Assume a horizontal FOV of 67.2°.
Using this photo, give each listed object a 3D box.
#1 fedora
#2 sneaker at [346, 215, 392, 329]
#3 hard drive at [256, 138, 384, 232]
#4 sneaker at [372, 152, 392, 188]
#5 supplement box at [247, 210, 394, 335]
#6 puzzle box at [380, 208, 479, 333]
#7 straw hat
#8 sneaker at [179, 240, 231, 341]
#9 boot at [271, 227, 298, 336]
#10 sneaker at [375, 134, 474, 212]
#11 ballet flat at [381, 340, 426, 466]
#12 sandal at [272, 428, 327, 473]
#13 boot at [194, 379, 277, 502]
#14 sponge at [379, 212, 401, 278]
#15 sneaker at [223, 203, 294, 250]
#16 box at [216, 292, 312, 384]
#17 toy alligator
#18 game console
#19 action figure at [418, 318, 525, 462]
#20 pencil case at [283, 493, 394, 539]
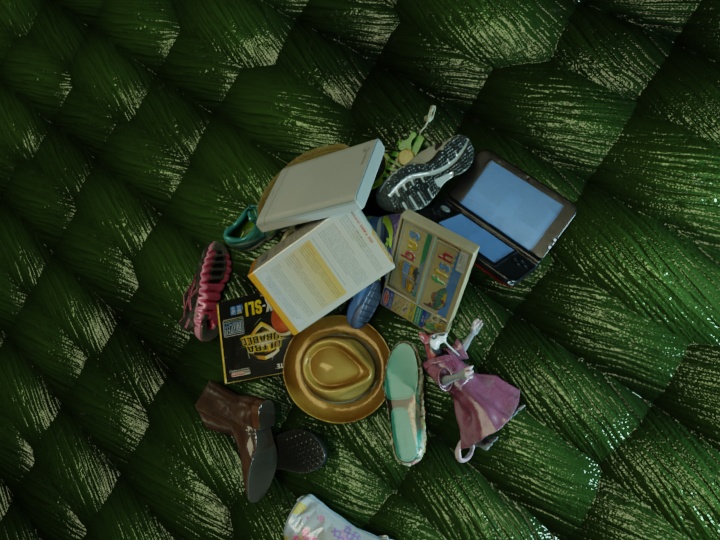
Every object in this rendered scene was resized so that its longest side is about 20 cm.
[{"bbox_3d":[-0.039,0.168,0.933,0.197,0.082,0.204,0,80,0],"label":"fedora"},{"bbox_3d":[0.000,0.000,0.945,0.081,0.074,0.203,9,80,18],"label":"sneaker"},{"bbox_3d":[-0.065,-0.131,0.847,0.198,0.027,0.133,-8,48,34],"label":"hard drive"},{"bbox_3d":[-0.034,-0.159,1.004,0.199,0.081,0.074,-40,71,13],"label":"sneaker"},{"bbox_3d":[-0.062,-0.010,0.860,0.199,0.074,0.127,-33,108,7],"label":"supplement box"},{"bbox_3d":[0.106,0.011,0.885,0.132,0.025,0.202,30,135,21],"label":"puzzle box"},{"bbox_3d":[-0.076,-0.123,0.940,0.199,0.085,0.203,-23,41,22],"label":"straw hat"},{"bbox_3d":[-0.326,0.038,1.105,0.094,0.079,0.204,7,84,34],"label":"sneaker"},{"bbox_3d":[-0.125,0.019,0.948,0.074,0.107,0.203,26,97,34],"label":"boot"},{"bbox_3d":[0.101,-0.155,0.904,0.199,0.080,0.075,-34,107,-24],"label":"sneaker"},{"bbox_3d":[0.077,0.223,0.919,0.074,0.064,0.204,-3,80,20],"label":"ballet flat"},{"bbox_3d":[-0.135,0.335,1.004,0.198,0.048,0.077,-17,75,32],"label":"sandal"},{"bbox_3d":[-0.244,0.314,1.020,0.198,0.064,0.190,2,84,39],"label":"boot"},{"bbox_3d":[-0.001,-0.036,1.001,0.197,0.030,0.114,-8,82,20],"label":"sponge"},{"bbox_3d":[-0.182,-0.105,1.057,0.199,0.079,0.078,-37,71,13],"label":"sneaker"},{"bbox_3d":[-0.176,0.122,1.042,0.197,0.049,0.162,-13,77,20],"label":"box"},{"bbox_3d":[0.079,-0.206,0.974,0.054,0.059,0.203,19,90,17],"label":"toy alligator"},{"bbox_3d":[0.218,-0.093,0.879,0.199,0.171,0.120,38,124,22],"label":"game console"},{"bbox_3d":[0.160,0.177,0.877,0.200,0.133,0.150,45,126,12],"label":"action figure"},{"bbox_3d":[-0.035,0.464,0.921,0.197,0.083,0.092,18,96,23],"label":"pencil case"}]
